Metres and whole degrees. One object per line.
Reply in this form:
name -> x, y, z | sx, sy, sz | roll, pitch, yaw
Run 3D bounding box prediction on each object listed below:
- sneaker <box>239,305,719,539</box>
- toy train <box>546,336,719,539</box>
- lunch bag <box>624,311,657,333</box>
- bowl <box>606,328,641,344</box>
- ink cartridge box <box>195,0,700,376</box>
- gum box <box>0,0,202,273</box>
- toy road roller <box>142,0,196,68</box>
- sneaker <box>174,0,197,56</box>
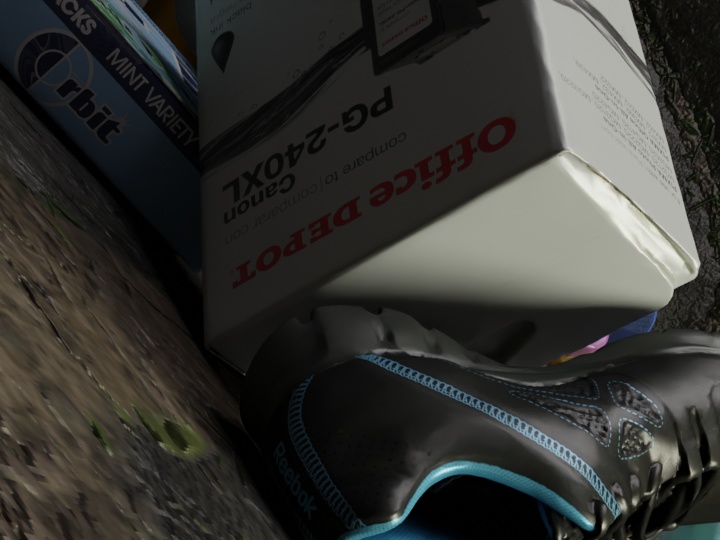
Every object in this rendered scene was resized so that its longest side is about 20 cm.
sneaker -> 0.063, 0.065, 0.540 | 0.199, 0.073, 0.082 | 3, 35, -23
toy train -> 0.088, 0.026, 0.657 | 0.055, 0.150, 0.200 | -6, 47, -38
lunch bag -> 0.072, -0.024, 1.007 | 0.132, 0.136, 0.200 | 54, -11, 48
bowl -> 0.155, 0.099, 0.755 | 0.200, 0.039, 0.201 | 35, -13, 10
ink cartridge box -> 0.021, -0.059, 0.633 | 0.083, 0.145, 0.200 | 39, 33, -40
gum box -> -0.114, -0.097, 0.743 | 0.170, 0.045, 0.200 | 49, 3, -18
toy road roller -> -0.086, -0.162, 1.239 | 0.146, 0.123, 0.200 | 35, 9, -23
sneaker -> -0.038, -0.106, 0.834 | 0.081, 0.077, 0.200 | 14, 18, -41
